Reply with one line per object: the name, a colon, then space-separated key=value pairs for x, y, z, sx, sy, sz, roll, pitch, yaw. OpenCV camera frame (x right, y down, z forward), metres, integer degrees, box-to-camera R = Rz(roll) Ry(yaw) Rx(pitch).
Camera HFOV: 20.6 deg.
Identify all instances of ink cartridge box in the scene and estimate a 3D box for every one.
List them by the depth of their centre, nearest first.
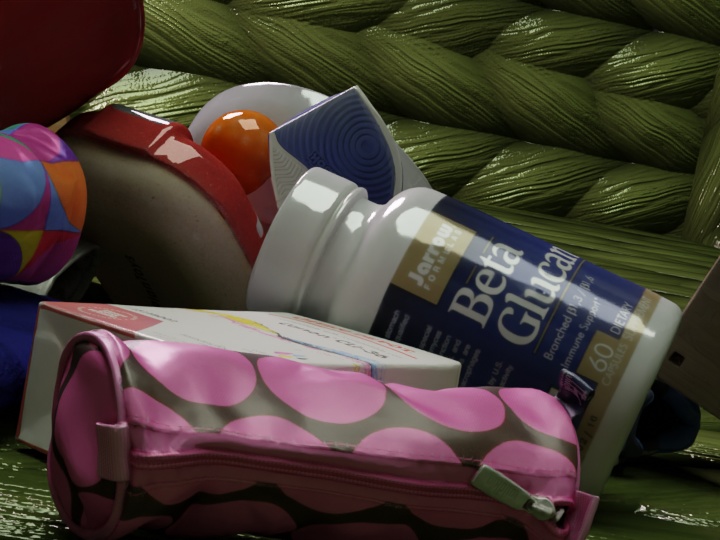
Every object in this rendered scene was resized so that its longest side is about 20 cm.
ink cartridge box: x=-0.039 y=0.059 z=0.886 sx=0.116 sy=0.068 sz=0.200 roll=15 pitch=7 yaw=39

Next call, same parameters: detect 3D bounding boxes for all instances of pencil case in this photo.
pencil case: x=-0.014 y=0.072 z=0.741 sx=0.199 sy=0.091 sz=0.094 roll=7 pitch=14 yaw=-20
pencil case: x=-0.216 y=-0.036 z=0.910 sx=0.088 sy=0.089 sz=0.200 roll=15 pitch=5 yaw=33

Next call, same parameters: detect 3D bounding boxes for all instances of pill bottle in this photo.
pill bottle: x=0.049 y=0.026 z=0.985 sx=0.200 sy=0.111 sz=0.111 roll=25 pitch=8 yaw=9

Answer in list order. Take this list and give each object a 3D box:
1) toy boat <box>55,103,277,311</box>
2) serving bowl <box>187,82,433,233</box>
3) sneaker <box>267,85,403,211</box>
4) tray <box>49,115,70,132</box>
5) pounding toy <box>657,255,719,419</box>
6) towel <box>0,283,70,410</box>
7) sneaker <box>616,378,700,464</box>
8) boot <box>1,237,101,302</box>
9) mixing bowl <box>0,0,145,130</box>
toy boat: x=-0.088 y=-0.037 z=1.157 sx=0.130 sy=0.131 sz=0.200 roll=19 pitch=-28 yaw=31
serving bowl: x=-0.043 y=-0.020 z=1.264 sx=0.200 sy=0.201 sz=0.066 roll=14 pitch=44 yaw=25
sneaker: x=0.000 y=0.001 z=1.163 sx=0.080 sy=0.200 sz=0.115 roll=-25 pitch=0 yaw=-11
tray: x=-0.290 y=-0.057 z=1.256 sx=0.199 sy=0.037 sz=0.099 roll=-16 pitch=-5 yaw=18
pounding toy: x=0.281 y=0.056 z=1.166 sx=0.184 sy=0.142 sz=0.200 roll=34 pitch=25 yaw=9
towel: x=-0.206 y=0.037 z=0.902 sx=0.147 sy=0.050 sz=0.200 roll=16 pitch=8 yaw=15
sneaker: x=0.117 y=0.068 z=1.095 sx=0.200 sy=0.077 sz=0.085 roll=6 pitch=12 yaw=-43
boot: x=-0.265 y=-0.005 z=1.069 sx=0.200 sy=0.073 sz=0.182 roll=35 pitch=47 yaw=5
mixing bowl: x=-0.230 y=-0.135 z=1.074 sx=0.200 sy=0.109 sz=0.200 roll=18 pitch=-37 yaw=14
